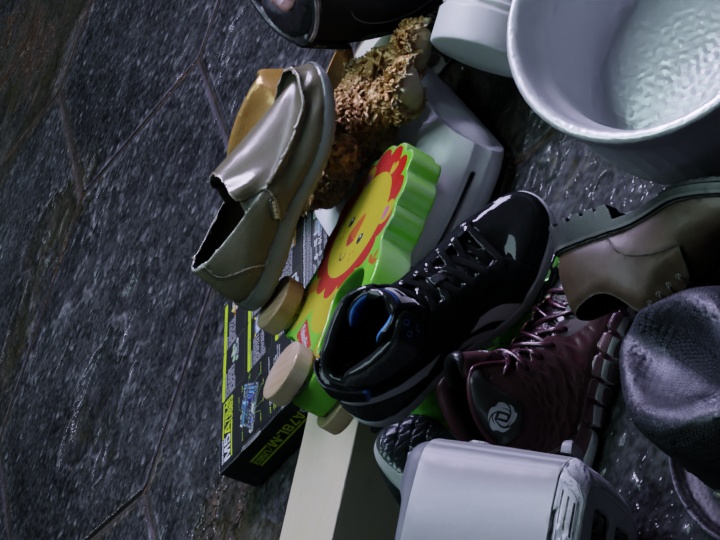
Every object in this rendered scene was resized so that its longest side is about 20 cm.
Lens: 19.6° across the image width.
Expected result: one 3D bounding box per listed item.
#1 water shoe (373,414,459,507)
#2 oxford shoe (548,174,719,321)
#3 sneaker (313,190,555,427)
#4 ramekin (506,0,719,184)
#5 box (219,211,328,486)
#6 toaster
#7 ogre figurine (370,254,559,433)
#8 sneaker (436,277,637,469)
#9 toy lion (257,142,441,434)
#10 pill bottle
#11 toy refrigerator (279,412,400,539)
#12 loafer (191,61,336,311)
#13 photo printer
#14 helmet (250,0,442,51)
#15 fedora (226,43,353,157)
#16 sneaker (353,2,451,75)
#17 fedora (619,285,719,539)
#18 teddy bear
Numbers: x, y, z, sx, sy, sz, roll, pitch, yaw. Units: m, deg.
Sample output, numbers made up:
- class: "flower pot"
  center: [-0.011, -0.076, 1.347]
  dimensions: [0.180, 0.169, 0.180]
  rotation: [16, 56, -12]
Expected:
- class: "water shoe"
  center: [0.080, 0.180, 1.437]
  dimensions: [0.071, 0.079, 0.200]
  rotation: [-27, 46, -9]
- class: "oxford shoe"
  center: [0.207, -0.010, 1.311]
  dimensions: [0.200, 0.073, 0.084]
  rotation: [-22, 69, 49]
- class: "sneaker"
  center: [0.052, 0.017, 1.406]
  dimensions: [0.073, 0.112, 0.200]
  rotation: [40, 88, 25]
- class: "ramekin"
  center: [0.202, -0.151, 1.312]
  dimensions: [0.200, 0.098, 0.201]
  rotation: [-16, 59, 29]
- class: "box"
  center: [-0.062, 0.060, 1.856]
  dimensions: [0.193, 0.048, 0.200]
  rotation: [-51, 30, 41]
- class: "toaster"
  center: [0.090, 0.200, 1.282]
  dimensions: [0.129, 0.114, 0.200]
  rotation: [-2, 63, 31]
- class: "ogre figurine"
  center: [0.074, 0.057, 1.508]
  dimensions: [0.200, 0.098, 0.120]
  rotation: [-1, 52, 32]
- class: "sneaker"
  center: [0.115, 0.050, 1.389]
  dimensions: [0.076, 0.115, 0.200]
  rotation: [-14, 59, 62]
- class: "toy lion"
  center: [0.000, 0.000, 1.563]
  dimensions: [0.192, 0.069, 0.200]
  rotation: [-56, 16, 17]
- class: "pill bottle"
  center: [0.126, -0.258, 1.624]
  dimensions: [0.114, 0.114, 0.200]
  rotation: [4, 75, 66]
- class: "toy refrigerator"
  center: [-0.004, 0.167, 1.615]
  dimensions: [0.076, 0.070, 0.200]
  rotation: [-15, 58, 54]
- class: "loafer"
  center: [-0.076, -0.070, 1.611]
  dimensions: [0.075, 0.070, 0.200]
  rotation: [18, 90, 67]
- class: "photo printer"
  center: [0.041, -0.067, 1.705]
  dimensions: [0.166, 0.069, 0.200]
  rotation: [-63, 25, 15]
- class: "helmet"
  center: [-0.001, -0.291, 1.697]
  dimensions: [0.191, 0.200, 0.200]
  rotation: [-29, 12, -22]
- class: "fedora"
  center: [-0.070, -0.129, 1.907]
  dimensions: [0.201, 0.082, 0.201]
  rotation: [21, -90, -89]
- class: "sneaker"
  center: [0.064, -0.217, 1.797]
  dimensions: [0.200, 0.067, 0.090]
  rotation: [-58, 31, 28]
- class: "fedora"
  center: [0.211, 0.062, 1.199]
  dimensions: [0.201, 0.092, 0.201]
  rotation: [-46, 32, 41]
- class: "teddy bear"
  center: [-0.006, -0.126, 1.670]
  dimensions: [0.200, 0.067, 0.145]
  rotation: [-33, 37, 59]
